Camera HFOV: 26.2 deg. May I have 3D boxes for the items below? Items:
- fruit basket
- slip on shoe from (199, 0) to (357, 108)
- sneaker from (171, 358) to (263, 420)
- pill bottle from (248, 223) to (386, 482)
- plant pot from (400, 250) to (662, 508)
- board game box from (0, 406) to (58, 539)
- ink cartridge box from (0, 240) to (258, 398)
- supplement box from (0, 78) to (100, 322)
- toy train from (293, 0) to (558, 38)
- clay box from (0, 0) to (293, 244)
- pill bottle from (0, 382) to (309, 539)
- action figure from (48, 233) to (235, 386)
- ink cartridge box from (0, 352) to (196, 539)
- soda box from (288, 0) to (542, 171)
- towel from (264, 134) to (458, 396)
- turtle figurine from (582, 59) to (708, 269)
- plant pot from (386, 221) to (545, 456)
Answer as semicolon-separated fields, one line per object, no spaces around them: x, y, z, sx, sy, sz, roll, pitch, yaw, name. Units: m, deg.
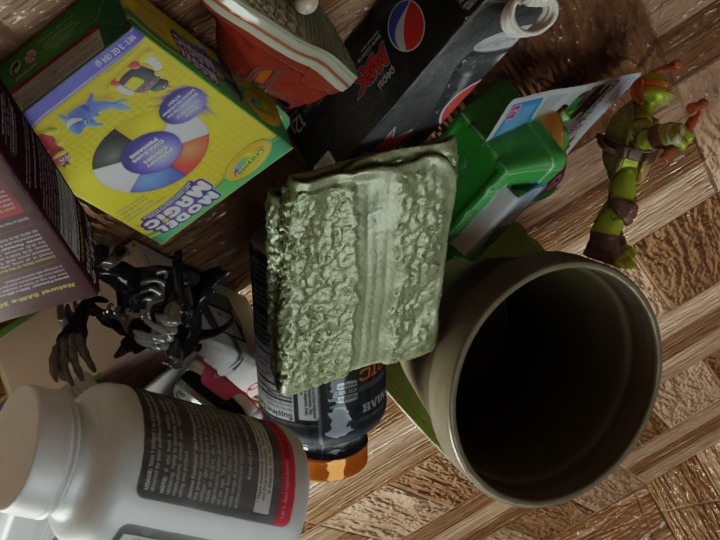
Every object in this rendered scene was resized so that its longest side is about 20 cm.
0.126;-0.081;1.243;0.199;0.094;0.185;-11;151;-48;fruit basket
-0.060;-0.141;0.921;0.061;0.075;0.200;-29;163;11;slip on shoe
-0.133;0.137;1.165;0.088;0.074;0.200;-48;177;-29;sneaker
-0.032;0.064;1.223;0.105;0.106;0.203;-15;115;-29;pill bottle
0.115;0.069;1.261;0.198;0.173;0.203;-8;107;-26;plant pot
-0.352;0.221;1.278;0.198;0.136;0.045;-29;158;4;board game box
-0.173;0.070;1.226;0.145;0.085;0.200;-32;157;11;ink cartridge box
-0.229;-0.047;0.845;0.107;0.061;0.201;-16;144;4;supplement box
0.047;-0.208;0.897;0.198;0.056;0.151;8;134;-34;toy train
-0.127;-0.087;0.946;0.114;0.048;0.200;-34;147;16;clay box
-0.141;0.138;1.028;0.198;0.112;0.111;18;134;-33;pill bottle
-0.166;0.024;1.028;0.118;0.103;0.199;-32;131;30;action figure
-0.217;0.140;1.164;0.173;0.043;0.201;-40;168;-39;ink cartridge box
0.035;-0.139;1.043;0.070;0.064;0.200;-5;149;-44;soda box
0.000;0.000;1.098;0.147;0.037;0.202;-16;135;-23;towel
0.215;-0.087;1.215;0.064;0.163;0.200;12;-168;-5;turtle figurine
0.113;0.058;1.445;0.190;0.200;0.200;-42;157;3;plant pot
